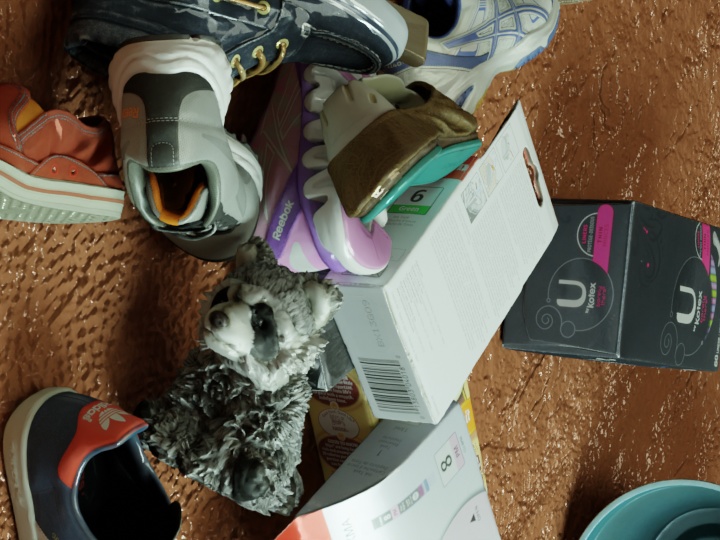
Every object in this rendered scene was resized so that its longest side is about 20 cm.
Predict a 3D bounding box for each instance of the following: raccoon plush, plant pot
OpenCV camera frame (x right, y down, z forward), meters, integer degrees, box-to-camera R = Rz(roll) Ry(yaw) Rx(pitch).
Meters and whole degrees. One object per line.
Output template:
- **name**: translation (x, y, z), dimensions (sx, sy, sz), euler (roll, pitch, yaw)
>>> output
- **raccoon plush**: translation (-0.058, 0.061, 1.049), dimensions (0.135, 0.096, 0.200), euler (-61, 172, -5)
- **plant pot**: translation (0.289, 0.271, 1.540), dimensions (0.188, 0.199, 0.202), euler (5, 89, -72)

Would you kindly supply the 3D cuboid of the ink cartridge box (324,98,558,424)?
- **ink cartridge box**: translation (0.056, -0.010, 1.146), dimensions (0.200, 0.050, 0.109), euler (-54, 135, -40)

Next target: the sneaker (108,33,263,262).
- **sneaker**: translation (-0.095, -0.046, 0.957), dimensions (0.200, 0.073, 0.080), euler (78, 10, -66)

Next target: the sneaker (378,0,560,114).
- **sneaker**: translation (0.076, -0.177, 1.250), dimensions (0.200, 0.075, 0.089), euler (-51, 133, -42)

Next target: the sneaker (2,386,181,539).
- **sneaker**: translation (-0.130, 0.161, 0.964), dimensions (0.075, 0.084, 0.201), euler (-39, 125, -48)

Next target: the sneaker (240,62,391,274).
- **sneaker**: translation (-0.038, -0.079, 1.091), dimensions (0.080, 0.088, 0.201), euler (42, 37, -48)

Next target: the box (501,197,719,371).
- **box**: translation (0.209, 0.013, 1.447), dimensions (0.200, 0.106, 0.123), euler (9, 86, -56)

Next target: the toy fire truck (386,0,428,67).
- **toy fire truck**: translation (-0.026, -0.227, 1.056), dimensions (0.177, 0.128, 0.201), euler (-63, 149, -31)

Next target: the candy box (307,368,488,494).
- **candy box**: translation (0.027, 0.120, 1.226), dimensions (0.115, 0.055, 0.201), euler (-39, 126, -46)

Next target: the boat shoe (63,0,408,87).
- **boat shoe**: translation (-0.068, -0.126, 0.989), dimensions (0.199, 0.071, 0.091), euler (18, 70, -26)

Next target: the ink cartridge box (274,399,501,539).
- **ink cartridge box**: translation (0.013, 0.200, 1.140), dimensions (0.200, 0.057, 0.163), euler (-47, 131, -41)

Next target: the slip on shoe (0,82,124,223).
- **slip on shoe**: translation (-0.184, -0.061, 0.873), dimensions (0.200, 0.074, 0.062), euler (9, 78, -62)

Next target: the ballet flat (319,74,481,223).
- **ballet flat**: translation (0.016, -0.078, 1.030), dimensions (0.072, 0.068, 0.200), euler (50, 23, 2)

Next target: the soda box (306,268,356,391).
- **soda box**: translation (0.000, 0.000, 1.164), dimensions (0.200, 0.063, 0.071), euler (-40, 126, -48)

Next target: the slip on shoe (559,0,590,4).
- **slip on shoe**: translation (0.181, -0.248, 1.413), dimensions (0.200, 0.060, 0.077), euler (-21, 111, -54)
